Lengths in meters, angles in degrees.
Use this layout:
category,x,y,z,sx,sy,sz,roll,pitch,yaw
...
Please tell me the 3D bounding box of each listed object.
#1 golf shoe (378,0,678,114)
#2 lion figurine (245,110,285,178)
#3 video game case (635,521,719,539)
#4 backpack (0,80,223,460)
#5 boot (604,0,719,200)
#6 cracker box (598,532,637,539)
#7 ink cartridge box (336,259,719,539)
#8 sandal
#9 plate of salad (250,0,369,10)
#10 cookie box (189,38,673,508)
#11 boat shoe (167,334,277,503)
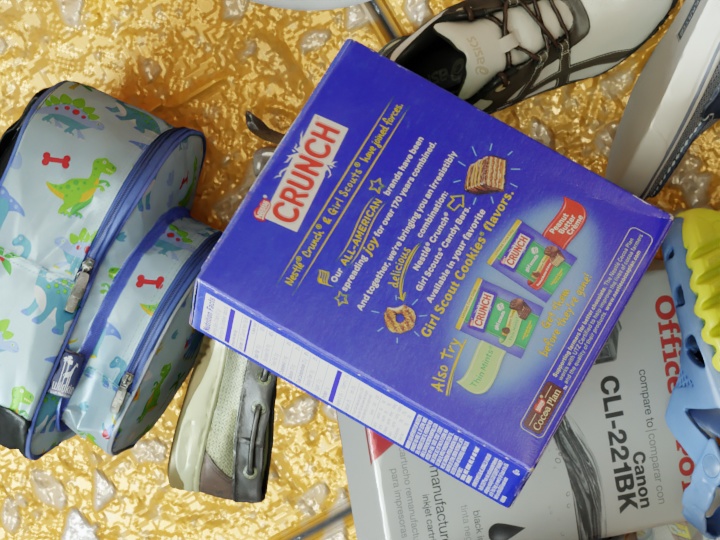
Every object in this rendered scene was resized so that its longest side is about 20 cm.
category,x,y,z,sx,sy,sz,roll,pitch,yaw
golf shoe,0.092,-0.128,1.608,0.200,0.094,0.078,-30,92,16
lion figurine,0.000,0.000,1.669,0.122,0.072,0.201,-7,98,12
video game case,0.212,0.211,1.689,0.199,0.018,0.144,15,105,10
backpack,-0.153,0.002,1.650,0.147,0.183,0.201,22,96,6
boot,0.213,-0.110,1.598,0.090,0.073,0.200,21,118,-11
cracker box,0.083,0.186,1.595,0.133,0.200,0.058,-10,92,10
ink cartridge box,0.093,0.080,1.611,0.199,0.084,0.145,-11,95,-13
sandal,0.195,0.066,1.553,0.087,0.079,0.201,-25,74,44
plate of salad,-0.030,-0.241,1.628,0.199,0.048,0.201,1,123,1
cookie box,0.036,0.000,1.523,0.200,0.075,0.171,30,66,5
boat shoe,-0.053,0.034,1.621,0.065,0.073,0.201,18,101,0
